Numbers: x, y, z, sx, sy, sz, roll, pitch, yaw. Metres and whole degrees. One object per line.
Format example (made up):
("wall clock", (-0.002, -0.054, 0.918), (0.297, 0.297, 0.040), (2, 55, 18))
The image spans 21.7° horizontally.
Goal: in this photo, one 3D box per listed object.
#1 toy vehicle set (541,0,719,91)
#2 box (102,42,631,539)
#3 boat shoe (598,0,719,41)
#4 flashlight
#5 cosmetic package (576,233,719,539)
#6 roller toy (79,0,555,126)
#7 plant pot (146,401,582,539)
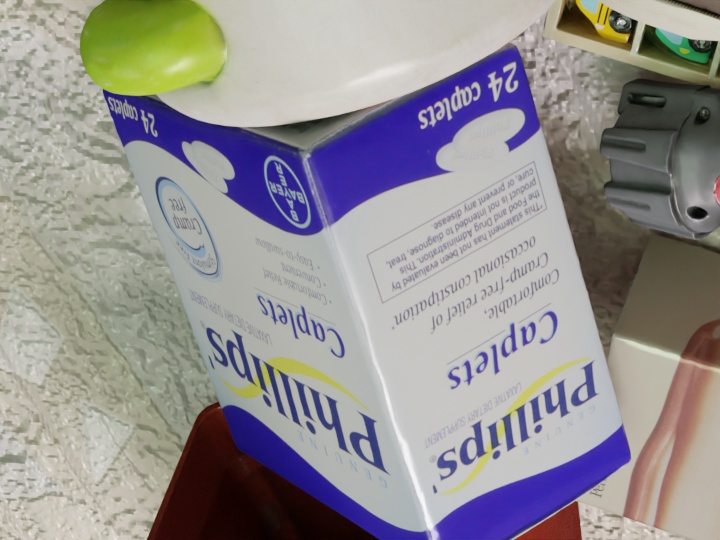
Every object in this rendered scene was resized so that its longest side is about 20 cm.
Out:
("toy vehicle set", (0.152, -0.167, 0.740), (0.124, 0.027, 0.201), (17, 125, 11))
("box", (0.000, 0.000, 0.806), (0.184, 0.105, 0.201), (23, 138, 55))
("boat shoe", (0.183, -0.110, 0.705), (0.199, 0.072, 0.060), (20, 129, 15))
("flashlight", (0.188, -0.026, 0.743), (0.199, 0.068, 0.068), (12, 157, 44))
("cosmetic package", (0.203, 0.072, 0.831), (0.199, 0.087, 0.104), (17, 126, 12))
("roller toy", (-0.017, -0.155, 0.721), (0.182, 0.200, 0.140), (-12, 116, 16))
("plant pot", (0.013, 0.187, 0.926), (0.199, 0.200, 0.177), (-8, 130, 25))
